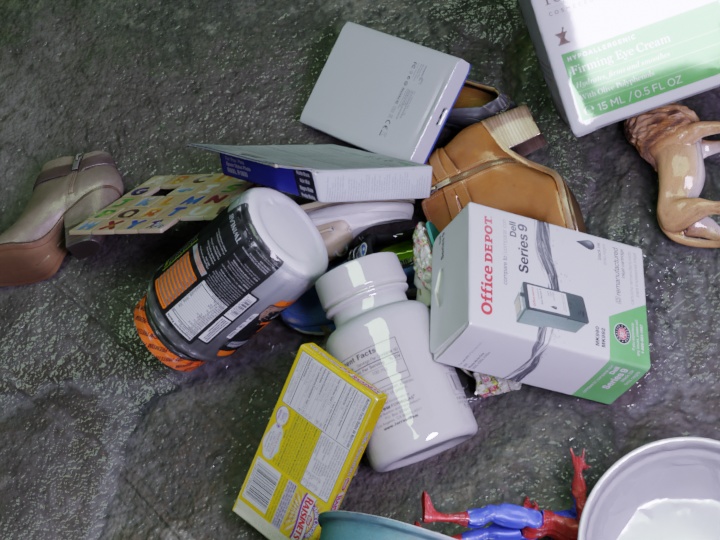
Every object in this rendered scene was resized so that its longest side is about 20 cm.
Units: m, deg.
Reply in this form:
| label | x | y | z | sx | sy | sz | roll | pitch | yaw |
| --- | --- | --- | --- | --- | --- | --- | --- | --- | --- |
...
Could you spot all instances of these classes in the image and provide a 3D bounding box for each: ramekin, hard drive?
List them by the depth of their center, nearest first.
| label | x | y | z | sx | sy | sz | roll | pitch | yaw |
| --- | --- | --- | --- | --- | --- | --- | --- | --- | --- |
| ramekin | 0.296 | 0.261 | 1.449 | 0.200 | 0.105 | 0.200 | -4 | 62 | 8 |
| hard drive | 0.025 | -0.199 | 1.833 | 0.200 | 0.025 | 0.132 | 27 | 92 | 46 |

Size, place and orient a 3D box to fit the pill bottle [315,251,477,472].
| label | x | y | z | sx | sy | sz | roll | pitch | yaw |
| --- | --- | --- | --- | --- | --- | --- | --- | --- | --- |
| pill bottle | 0.030 | 0.089 | 1.611 | 0.114 | 0.114 | 0.200 | -22 | 77 | 3 |

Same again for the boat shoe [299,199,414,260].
| label | x | y | z | sx | sy | sz | roll | pitch | yaw |
| --- | --- | --- | --- | --- | --- | --- | --- | --- | --- |
| boat shoe | -0.036 | -0.044 | 1.789 | 0.200 | 0.075 | 0.068 | -8 | 84 | 4 |

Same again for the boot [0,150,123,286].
| label | x | y | z | sx | sy | sz | roll | pitch | yaw |
| --- | --- | --- | --- | --- | --- | --- | --- | --- | --- |
| boot | -0.373 | -0.066 | 1.912 | 0.200 | 0.070 | 0.146 | -12 | 49 | 8 |

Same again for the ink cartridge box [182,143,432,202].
| label | x | y | z | sx | sy | sz | roll | pitch | yaw |
| --- | --- | --- | --- | --- | --- | --- | --- | --- | --- |
| ink cartridge box | -0.059 | -0.106 | 1.733 | 0.200 | 0.200 | 0.041 | 18 | 106 | 54 |

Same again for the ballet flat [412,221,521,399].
| label | x | y | z | sx | sy | sz | roll | pitch | yaw |
| --- | --- | --- | --- | --- | --- | --- | --- | --- | --- |
| ballet flat | 0.096 | 0.045 | 1.653 | 0.064 | 0.076 | 0.200 | -35 | 77 | 14 |

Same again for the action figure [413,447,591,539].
| label | x | y | z | sx | sy | sz | roll | pitch | yaw |
| --- | --- | --- | --- | --- | --- | --- | --- | --- | --- |
| action figure | 0.152 | 0.222 | 1.543 | 0.200 | 0.065 | 0.099 | 6 | 40 | -7 |

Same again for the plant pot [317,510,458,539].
| label | x | y | z | sx | sy | sz | roll | pitch | yaw |
| --- | --- | --- | --- | --- | --- | --- | --- | --- | --- |
| plant pot | 0.028 | 0.341 | 1.451 | 0.200 | 0.200 | 0.196 | 10 | 69 | 23 |

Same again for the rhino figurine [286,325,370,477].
| label | x | y | z | sx | sy | sz | roll | pitch | yaw |
| --- | --- | --- | --- | --- | --- | --- | --- | --- | --- |
| rhino figurine | -0.039 | 0.139 | 1.668 | 0.087 | 0.060 | 0.200 | -26 | 50 | 29 |

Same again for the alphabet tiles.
| label | x | y | z | sx | sy | sz | roll | pitch | yaw |
| --- | --- | --- | --- | --- | --- | --- | --- | --- | --- |
| alphabet tiles | -0.202 | -0.077 | 1.815 | 0.200 | 0.008 | 0.167 | -1 | 24 | 32 |

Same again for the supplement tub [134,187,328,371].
| label | x | y | z | sx | sy | sz | roll | pitch | yaw |
| --- | --- | --- | --- | --- | --- | --- | --- | --- | --- |
| supplement tub | -0.141 | 0.014 | 1.711 | 0.200 | 0.122 | 0.123 | -39 | 50 | 27 |

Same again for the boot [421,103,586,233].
| label | x | y | z | sx | sy | sz | roll | pitch | yaw |
| --- | --- | --- | --- | --- | --- | --- | --- | --- | --- |
| boot | 0.147 | -0.071 | 1.744 | 0.155 | 0.077 | 0.200 | -28 | 68 | 9 |

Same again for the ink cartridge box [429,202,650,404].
| label | x | y | z | sx | sy | sz | roll | pitch | yaw |
| --- | --- | --- | --- | --- | --- | --- | --- | --- | --- |
| ink cartridge box | 0.176 | 0.033 | 1.596 | 0.200 | 0.084 | 0.146 | 14 | 56 | -19 |

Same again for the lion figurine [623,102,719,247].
| label | x | y | z | sx | sy | sz | roll | pitch | yaw |
| --- | --- | --- | --- | --- | --- | --- | --- | --- | --- |
| lion figurine | 0.340 | -0.097 | 1.700 | 0.122 | 0.072 | 0.200 | -9 | 60 | 21 |

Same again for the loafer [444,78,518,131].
| label | x | y | z | sx | sy | sz | roll | pitch | yaw |
| --- | --- | --- | --- | --- | --- | --- | --- | --- | --- |
| loafer | 0.089 | -0.201 | 1.842 | 0.200 | 0.072 | 0.073 | 13 | 64 | 25 |

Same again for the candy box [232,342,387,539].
| label | x | y | z | sx | sy | sz | roll | pitch | yaw |
| --- | --- | --- | --- | --- | --- | --- | --- | --- | --- |
| candy box | -0.052 | 0.181 | 1.589 | 0.102 | 0.026 | 0.200 | 33 | 112 | 25 |

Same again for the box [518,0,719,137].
| label | x | y | z | sx | sy | sz | roll | pitch | yaw |
| --- | --- | --- | --- | --- | --- | --- | --- | --- | --- |
| box | 0.284 | -0.262 | 1.712 | 0.199 | 0.171 | 0.200 | -19 | 11 | 5 |

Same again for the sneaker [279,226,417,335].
| label | x | y | z | sx | sy | sz | roll | pitch | yaw |
| --- | --- | --- | --- | --- | --- | --- | --- | --- | --- |
| sneaker | 0.000 | 0.000 | 1.731 | 0.200 | 0.089 | 0.079 | -25 | 54 | 4 |
